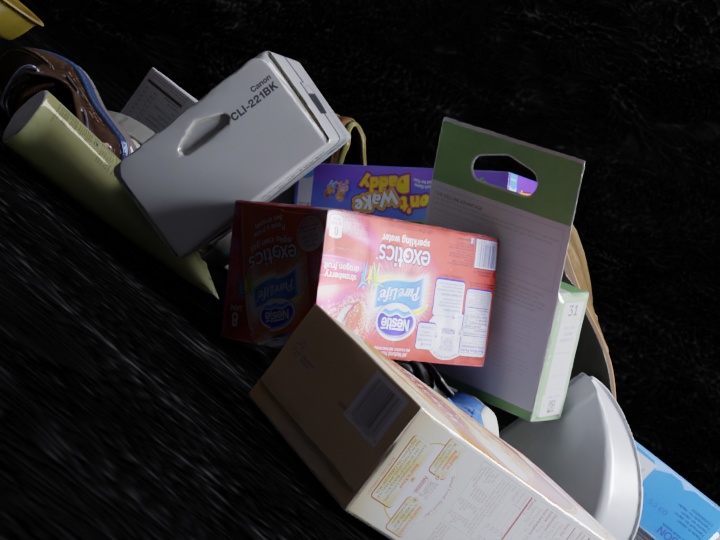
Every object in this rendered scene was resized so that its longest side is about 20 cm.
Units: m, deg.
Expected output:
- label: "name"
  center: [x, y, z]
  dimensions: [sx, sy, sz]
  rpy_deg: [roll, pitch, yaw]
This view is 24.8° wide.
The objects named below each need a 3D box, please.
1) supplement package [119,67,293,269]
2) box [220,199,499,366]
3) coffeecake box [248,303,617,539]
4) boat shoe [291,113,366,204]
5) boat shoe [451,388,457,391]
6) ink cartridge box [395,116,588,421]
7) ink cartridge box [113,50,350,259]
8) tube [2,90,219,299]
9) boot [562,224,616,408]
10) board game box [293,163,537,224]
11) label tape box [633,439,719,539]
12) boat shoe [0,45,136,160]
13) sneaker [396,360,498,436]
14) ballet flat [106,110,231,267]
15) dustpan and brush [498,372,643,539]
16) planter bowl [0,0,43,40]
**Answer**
- label: "supplement package"
  center: [-0.132, -0.076, 1.578]
  dimensions: [0.156, 0.111, 0.200]
  rpy_deg: [39, 3, 41]
- label: "box"
  center: [0.003, 0.011, 1.182]
  dimensions: [0.095, 0.101, 0.199]
  rpy_deg: [6, -1, 41]
- label: "coffeecake box"
  center: [0.049, 0.124, 0.979]
  dimensions: [0.200, 0.073, 0.153]
  rpy_deg: [37, 2, -32]
- label: "boat shoe"
  center: [-0.023, -0.045, 1.519]
  dimensions: [0.067, 0.202, 0.072]
  rpy_deg: [7, 24, 36]
- label: "boat shoe"
  center: [0.071, 0.112, 1.522]
  dimensions: [0.075, 0.066, 0.199]
  rpy_deg: [48, 4, 13]
- label: "ink cartridge box"
  center: [0.107, -0.002, 1.256]
  dimensions: [0.145, 0.202, 0.048]
  rpy_deg: [22, 15, 40]
- label: "ink cartridge box"
  center: [-0.092, -0.090, 1.248]
  dimensions: [0.084, 0.144, 0.200]
  rpy_deg: [53, 6, -1]
- label: "tube"
  center: [-0.183, -0.052, 1.246]
  dimensions: [0.052, 0.058, 0.200]
  rpy_deg: [-23, -55, 42]
- label: "boot"
  center: [0.171, 0.050, 1.297]
  dimensions: [0.075, 0.073, 0.202]
  rpy_deg: [-11, 86, -56]
- label: "board game box"
  center: [0.061, -0.056, 1.395]
  dimensions: [0.198, 0.045, 0.134]
  rpy_deg: [4, -4, 30]
- label: "label tape box"
  center: [0.215, 0.226, 1.364]
  dimensions: [0.144, 0.063, 0.201]
  rpy_deg: [39, -29, 22]
- label: "boat shoe"
  center: [-0.260, -0.140, 1.375]
  dimensions: [0.200, 0.072, 0.072]
  rpy_deg: [40, 5, 36]
- label: "sneaker"
  center: [0.041, 0.103, 1.183]
  dimensions: [0.111, 0.077, 0.200]
  rpy_deg: [47, 7, -13]
- label: "ballet flat"
  center: [-0.183, -0.076, 1.418]
  dimensions: [0.199, 0.068, 0.064]
  rpy_deg: [38, 10, 13]
- label: "dustpan and brush"
  center: [0.173, 0.199, 1.241]
  dimensions: [0.057, 0.139, 0.201]
  rpy_deg: [21, 40, -44]
- label: "planter bowl"
  center: [-0.376, -0.241, 1.405]
  dimensions: [0.200, 0.084, 0.200]
  rpy_deg: [38, 2, -1]
